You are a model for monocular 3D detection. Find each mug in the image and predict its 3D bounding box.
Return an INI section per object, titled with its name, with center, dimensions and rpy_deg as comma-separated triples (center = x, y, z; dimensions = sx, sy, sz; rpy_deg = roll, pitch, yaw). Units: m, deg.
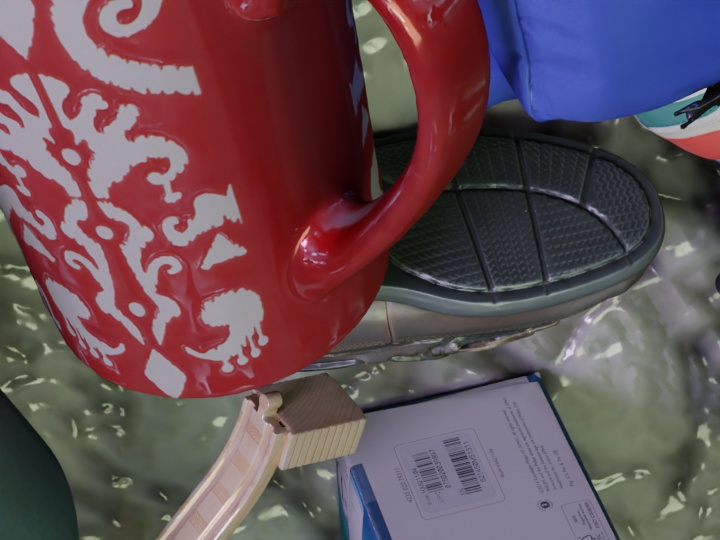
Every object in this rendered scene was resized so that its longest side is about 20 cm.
[mug]
center = -0.053, -0.054, 0.634
dimensions = 0.133, 0.178, 0.200
rpy_deg = -24, 137, -10

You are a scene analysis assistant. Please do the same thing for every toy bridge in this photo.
[toy bridge]
center = -0.053, 0.119, 0.793
dimensions = 0.067, 0.027, 0.200
rpy_deg = -11, 132, -35

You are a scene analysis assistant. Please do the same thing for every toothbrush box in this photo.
[toothbrush box]
center = 0.050, 0.164, 0.863
dimensions = 0.085, 0.147, 0.200
rpy_deg = -12, 132, -10

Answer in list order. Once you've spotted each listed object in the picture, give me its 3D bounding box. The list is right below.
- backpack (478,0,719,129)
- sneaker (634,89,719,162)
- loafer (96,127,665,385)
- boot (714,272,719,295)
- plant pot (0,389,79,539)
[backpack]
center = 0.100, -0.138, 0.624
dimensions = 0.199, 0.168, 0.163
rpy_deg = -22, 141, -5
[sneaker]
center = 0.153, -0.113, 0.724
dimensions = 0.093, 0.070, 0.200
rpy_deg = 16, 123, -37
[loafer]
center = 0.000, 0.000, 0.774
dimensions = 0.199, 0.072, 0.063
rpy_deg = -7, 150, -6
[boot]
center = 0.213, -0.034, 0.745
dimensions = 0.200, 0.188, 0.069
rpy_deg = -39, 92, 15
[plant pot]
center = -0.192, 0.059, 0.669
dimensions = 0.200, 0.201, 0.196
rpy_deg = -31, 140, 6
